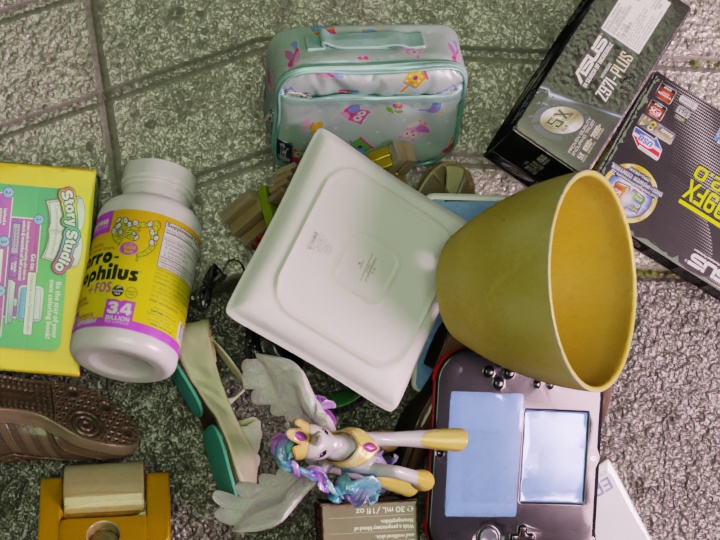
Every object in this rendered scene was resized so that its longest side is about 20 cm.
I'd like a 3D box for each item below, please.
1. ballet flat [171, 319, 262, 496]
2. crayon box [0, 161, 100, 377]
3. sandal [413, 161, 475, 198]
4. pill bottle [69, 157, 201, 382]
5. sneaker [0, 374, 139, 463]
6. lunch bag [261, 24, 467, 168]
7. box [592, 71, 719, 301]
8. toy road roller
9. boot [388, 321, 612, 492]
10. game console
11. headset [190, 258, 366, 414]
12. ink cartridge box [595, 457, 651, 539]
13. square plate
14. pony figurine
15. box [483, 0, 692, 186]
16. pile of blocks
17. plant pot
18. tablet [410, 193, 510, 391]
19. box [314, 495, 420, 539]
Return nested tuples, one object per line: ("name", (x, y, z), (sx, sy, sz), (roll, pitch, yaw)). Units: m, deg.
("ballet flat", (-0.132, 0.140, 1.643), (0.069, 0.069, 0.202), (-23, 87, -7))
("crayon box", (-0.347, -0.003, 1.636), (0.171, 0.058, 0.202), (5, 85, -6))
("sandal", (0.038, -0.024, 1.674), (0.080, 0.054, 0.201), (37, 87, -25))
("pill bottle", (-0.210, -0.002, 1.612), (0.103, 0.104, 0.202), (10, 66, -4))
("sneaker", (-0.315, 0.151, 1.628), (0.198, 0.071, 0.076), (18, 127, -18))
("lunch bag", (0.001, -0.167, 1.627), (0.198, 0.161, 0.078), (-4, 57, -9))
("box", (0.338, -0.082, 1.715), (0.199, 0.044, 0.161), (32, 82, -2))
("toy road roller", (-0.240, 0.295, 1.604), (0.122, 0.147, 0.201), (-2, 48, -5))
("boot", (0.142, 0.163, 1.670), (0.198, 0.064, 0.188), (21, 100, -15))
("game console", (0.149, 0.177, 1.622), (0.175, 0.031, 0.202), (4, 91, -11))
("headset", (-0.072, 0.066, 1.618), (0.200, 0.094, 0.123), (40, 121, -10))
("ink cartridge box", (0.206, 0.320, 1.668), (0.198, 0.041, 0.201), (-29, 88, -7))
("square plate", (0.000, 0.000, 1.582), (0.197, 0.028, 0.201), (32, 76, -21))
("pony figurine", (-0.031, 0.163, 1.553), (0.199, 0.192, 0.168), (12, 78, -36))
("box", (0.219, -0.183, 1.653), (0.086, 0.164, 0.201), (33, 84, -2))
("pile of blocks", (-0.037, -0.065, 1.628), (0.199, 0.082, 0.063), (-24, 60, 11))
("plant pot", (0.154, 0.012, 1.565), (0.141, 0.199, 0.202), (-2, 84, 31))
("tablet", (0.119, 0.024, 1.669), (0.129, 0.014, 0.202), (1, 104, -8))
("box", (0.009, 0.321, 1.634), (0.099, 0.075, 0.202), (-3, 87, -6))
